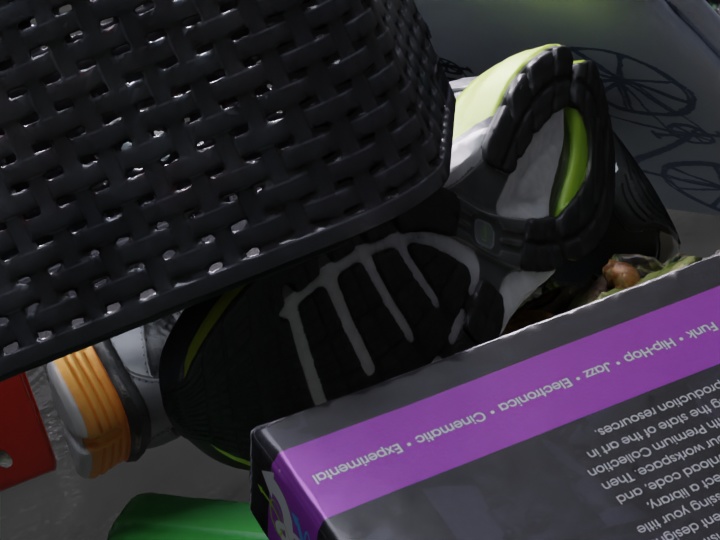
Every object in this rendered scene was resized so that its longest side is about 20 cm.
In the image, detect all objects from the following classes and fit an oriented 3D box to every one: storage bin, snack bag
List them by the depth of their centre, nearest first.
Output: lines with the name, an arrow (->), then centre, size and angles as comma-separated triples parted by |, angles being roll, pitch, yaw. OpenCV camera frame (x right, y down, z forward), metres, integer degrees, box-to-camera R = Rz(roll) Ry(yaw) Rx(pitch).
storage bin -> -0.084, -0.038, 0.728 | 0.199, 0.094, 0.135 | -21, 13, 8
snack bag -> 0.059, -0.063, 0.950 | 0.199, 0.188, 0.021 | 8, 73, 37

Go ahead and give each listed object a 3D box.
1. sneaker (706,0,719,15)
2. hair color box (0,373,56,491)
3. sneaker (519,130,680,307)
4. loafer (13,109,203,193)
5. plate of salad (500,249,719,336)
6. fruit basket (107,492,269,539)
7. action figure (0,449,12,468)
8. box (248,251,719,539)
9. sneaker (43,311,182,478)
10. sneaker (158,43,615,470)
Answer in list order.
sneaker -> 0.098, -0.073, 1.058 | 0.199, 0.085, 0.078 | 8, 71, 17
hair color box -> -0.182, 0.031, 1.032 | 0.101, 0.061, 0.200 | -22, 22, -9
sneaker -> 0.034, -0.003, 0.943 | 0.085, 0.075, 0.200 | -39, 11, -23
loafer -> -0.115, -0.033, 0.972 | 0.199, 0.063, 0.072 | 19, 11, 32
plate of salad -> 0.092, 0.016, 0.834 | 0.199, 0.048, 0.200 | -10, 5, 1
fruit basket -> 0.019, 0.096, 0.731 | 0.185, 0.094, 0.200 | 1, 12, 36
action figure -> -0.169, 0.094, 0.676 | 0.199, 0.135, 0.149 | 0, -14, 29
box -> 0.083, 0.088, 0.607 | 0.143, 0.036, 0.200 | -19, 49, -22
sneaker -> -0.080, 0.005, 1.009 | 0.077, 0.078, 0.200 | -17, 32, -2
sneaker -> 0.000, 0.000, 0.786 | 0.081, 0.074, 0.200 | -9, 18, 36
